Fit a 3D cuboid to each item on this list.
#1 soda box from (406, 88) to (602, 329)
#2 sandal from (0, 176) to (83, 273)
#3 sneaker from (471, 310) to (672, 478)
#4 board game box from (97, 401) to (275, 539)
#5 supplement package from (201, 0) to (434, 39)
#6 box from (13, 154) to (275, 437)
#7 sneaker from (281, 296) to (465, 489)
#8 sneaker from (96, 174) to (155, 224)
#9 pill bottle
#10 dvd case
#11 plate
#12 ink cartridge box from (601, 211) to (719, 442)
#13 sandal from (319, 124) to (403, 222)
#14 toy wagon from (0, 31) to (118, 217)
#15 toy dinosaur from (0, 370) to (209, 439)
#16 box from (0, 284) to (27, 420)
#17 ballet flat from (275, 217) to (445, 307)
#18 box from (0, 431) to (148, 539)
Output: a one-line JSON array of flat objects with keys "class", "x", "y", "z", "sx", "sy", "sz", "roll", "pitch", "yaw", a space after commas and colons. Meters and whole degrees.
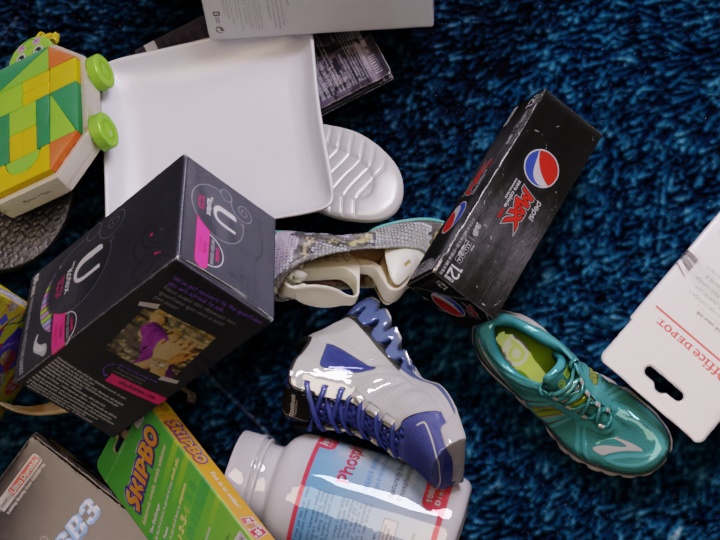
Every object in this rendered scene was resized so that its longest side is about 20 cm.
[{"class": "soda box", "x": 0.123, "y": -0.052, "z": 1.366, "sx": 0.071, "sy": 0.063, "sz": 0.201, "roll": 37, "pitch": 70, "yaw": -12}, {"class": "sandal", "x": -0.280, "y": -0.078, "z": 1.453, "sx": 0.075, "sy": 0.048, "sz": 0.201, "roll": 25, "pitch": 71, "yaw": 10}, {"class": "sneaker", "x": 0.174, "y": 0.105, "z": 1.359, "sx": 0.199, "sy": 0.080, "sz": 0.078, "roll": 36, "pitch": 85, "yaw": 9}, {"class": "board game box", "x": -0.143, "y": 0.199, "z": 1.328, "sx": 0.200, "sy": 0.030, "sz": 0.096, "roll": 46, "pitch": 123, "yaw": 24}, {"class": "supplement package", "x": -0.039, "y": -0.310, "z": 1.386, "sx": 0.198, "sy": 0.152, "sz": 0.151, "roll": -2, "pitch": 49, "yaw": 5}, {"class": "box", "x": -0.172, "y": 0.023, "z": 1.294, "sx": 0.200, "sy": 0.106, "sz": 0.123, "roll": -35, "pitch": 37, "yaw": 28}, {"class": "sneaker", "x": 0.000, "y": 0.114, "z": 1.332, "sx": 0.114, "sy": 0.081, "sz": 0.200, "roll": -20, "pitch": 45, "yaw": -18}, {"class": "sneaker", "x": -0.140, "y": -0.039, "z": 1.415, "sx": 0.198, "sy": 0.073, "sz": 0.113, "roll": -9, "pitch": 79, "yaw": 4}, {"class": "pill bottle", "x": -0.014, "y": 0.201, "z": 1.345, "sx": 0.199, "sy": 0.109, "sz": 0.110, "roll": 16, "pitch": 82, "yaw": 7}, {"class": "dvd case", "x": -0.088, "y": -0.185, "z": 1.446, "sx": 0.199, "sy": 0.016, "sz": 0.149, "roll": -27, "pitch": 64, "yaw": 0}, {"class": "plate", "x": -0.126, "y": -0.114, "z": 1.391, "sx": 0.198, "sy": 0.032, "sz": 0.201, "roll": -12, "pitch": 61, "yaw": 8}, {"class": "ink cartridge box", "x": 0.306, "y": 0.038, "z": 1.364, "sx": 0.116, "sy": 0.068, "sz": 0.200, "roll": 41, "pitch": 86, "yaw": 10}, {"class": "sandal", "x": -0.048, "y": -0.091, "z": 1.430, "sx": 0.202, "sy": 0.050, "sz": 0.083, "roll": 21, "pitch": 71, "yaw": 22}, {"class": "toy wagon", "x": -0.290, "y": -0.140, "z": 1.419, "sx": 0.154, "sy": 0.040, "sz": 0.201, "roll": -22, "pitch": 53, "yaw": 17}, {"class": "toy dinosaur", "x": -0.207, "y": 0.105, "z": 1.416, "sx": 0.199, "sy": 0.058, "sz": 0.101, "roll": -31, "pitch": 64, "yaw": -7}, {"class": "box", "x": -0.386, "y": 0.033, "z": 1.360, "sx": 0.192, "sy": 0.200, "sz": 0.122, "roll": 33, "pitch": 84, "yaw": 9}, {"class": "ballet flat", "x": 0.000, "y": 0.000, "z": 1.366, "sx": 0.199, "sy": 0.072, "sz": 0.073, "roll": -4, "pitch": 79, "yaw": -25}, {"class": "box", "x": -0.261, "y": 0.278, "z": 1.386, "sx": 0.198, "sy": 0.050, "sz": 0.200, "roll": 37, "pitch": 85, "yaw": 9}]
